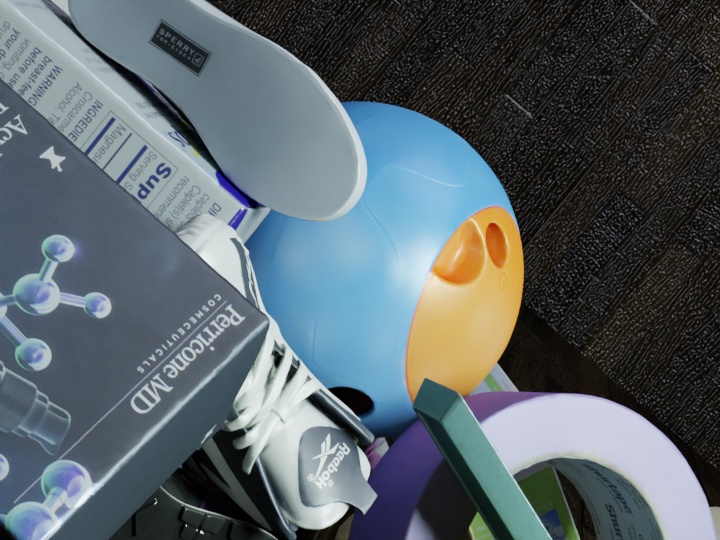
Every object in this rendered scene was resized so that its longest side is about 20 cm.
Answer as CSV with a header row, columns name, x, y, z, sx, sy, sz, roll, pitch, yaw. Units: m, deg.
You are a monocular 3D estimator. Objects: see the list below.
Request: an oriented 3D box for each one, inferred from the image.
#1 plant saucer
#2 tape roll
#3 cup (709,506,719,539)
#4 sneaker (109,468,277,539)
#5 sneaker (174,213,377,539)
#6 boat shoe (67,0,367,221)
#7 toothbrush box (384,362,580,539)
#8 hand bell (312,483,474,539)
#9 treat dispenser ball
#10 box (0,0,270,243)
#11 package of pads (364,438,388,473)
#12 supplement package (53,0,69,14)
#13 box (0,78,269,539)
name,x,y,z,sx,sy,sz,roll,pitch,yaw
plant saucer,0.088,0.146,0.931,0.201,0.019,0.070,59,-10,-10
tape roll,0.097,0.169,1.015,0.199,0.201,0.085,37,-14,-15
cup,0.241,0.247,1.208,0.200,0.200,0.144,26,27,-57
sneaker,-0.128,0.111,0.885,0.200,0.076,0.087,42,-5,-36
sneaker,-0.044,0.063,0.871,0.129,0.080,0.200,33,-33,18
boat shoe,-0.068,-0.094,0.935,0.199,0.070,0.066,36,9,19
toothbrush box,0.083,0.155,1.186,0.201,0.085,0.146,67,-5,-27
hand bell,-0.006,0.161,1.135,0.104,0.105,0.200,37,-4,-16
treat dispenser ball,0.000,0.000,1.085,0.200,0.201,0.201,38,9,-7
box,-0.180,-0.029,0.943,0.200,0.184,0.105,41,7,3
package of pads,0.079,0.158,1.458,0.120,0.076,0.200,44,9,7
supplement package,-0.270,-0.170,1.357,0.199,0.152,0.151,35,10,-29
box,-0.165,0.025,0.755,0.200,0.148,0.107,41,-35,7
